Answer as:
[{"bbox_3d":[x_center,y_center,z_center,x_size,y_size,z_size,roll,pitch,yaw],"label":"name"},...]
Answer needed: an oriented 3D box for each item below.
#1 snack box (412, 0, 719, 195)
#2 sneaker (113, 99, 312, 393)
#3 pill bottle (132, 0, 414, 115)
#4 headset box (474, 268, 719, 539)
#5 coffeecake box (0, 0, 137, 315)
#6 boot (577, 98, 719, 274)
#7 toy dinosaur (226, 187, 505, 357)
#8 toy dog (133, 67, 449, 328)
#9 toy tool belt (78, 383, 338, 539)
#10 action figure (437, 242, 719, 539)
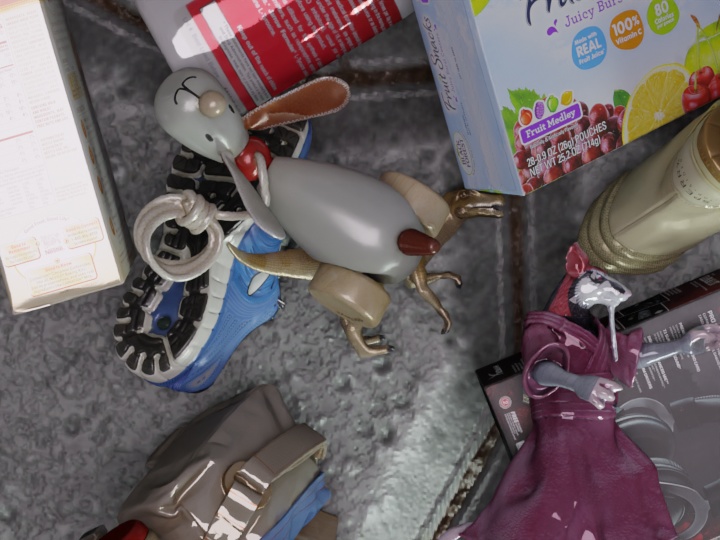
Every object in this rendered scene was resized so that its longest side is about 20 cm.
[{"bbox_3d":[0.132,-0.160,1.561,0.199,0.067,0.170,-26,109,-31],"label":"snack box"},{"bbox_3d":[-0.085,-0.015,1.623,0.078,0.089,0.201,21,78,28],"label":"sneaker"},{"bbox_3d":[-0.034,-0.183,1.582,0.199,0.112,0.113,-30,97,1],"label":"pill bottle"},{"bbox_3d":[0.192,0.098,1.642,0.199,0.077,0.150,-22,97,1],"label":"headset box"},{"bbox_3d":[-0.199,-0.087,1.564,0.072,0.154,0.202,-16,97,0],"label":"coffeecake box"},{"bbox_3d":[0.236,-0.069,1.612,0.199,0.155,0.073,-31,84,-40],"label":"boot"},{"bbox_3d":[0.000,0.000,1.625,0.199,0.058,0.102,-15,98,-27],"label":"toy dinosaur"},{"bbox_3d":[-0.026,-0.045,1.525,0.199,0.096,0.133,15,81,-26],"label":"toy dog"},{"bbox_3d":[-0.082,0.169,1.587,0.124,0.200,0.123,-28,104,35],"label":"toy tool belt"},{"bbox_3d":[0.130,0.084,1.570,0.148,0.133,0.202,-9,81,42],"label":"action figure"}]
